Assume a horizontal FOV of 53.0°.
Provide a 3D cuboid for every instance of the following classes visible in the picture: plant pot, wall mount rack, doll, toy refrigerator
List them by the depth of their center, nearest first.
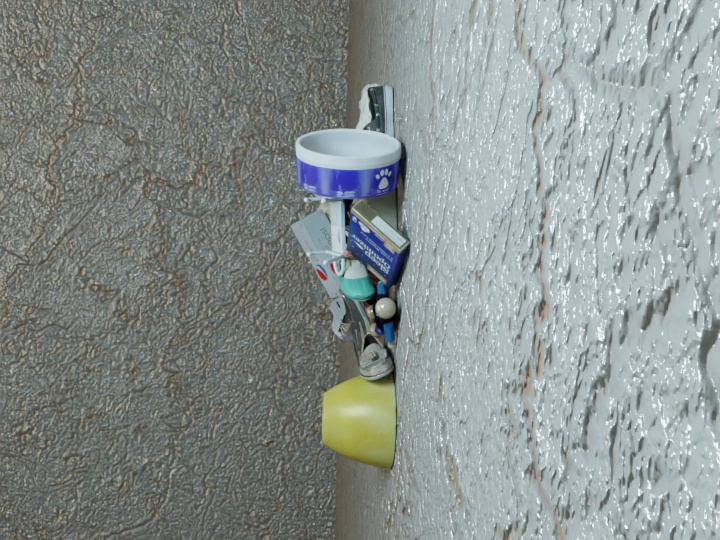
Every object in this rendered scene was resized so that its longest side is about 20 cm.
[{"bbox_3d":[-0.064,-0.083,1.430,0.174,0.074,0.201,-162,69,-69],"label":"wall mount rack"},{"bbox_3d":[0.047,0.090,1.448,0.200,0.048,0.137,107,154,-76],"label":"doll"},{"bbox_3d":[-0.008,0.305,1.492,0.200,0.141,0.201,-178,90,-85],"label":"plant pot"},{"bbox_3d":[0.040,-0.126,1.506,0.076,0.070,0.201,116,155,-65],"label":"toy refrigerator"}]

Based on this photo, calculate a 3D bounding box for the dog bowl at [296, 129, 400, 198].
[{"bbox_3d":[-0.023,-0.207,1.381,0.200,0.199,0.079,-98,8,-64],"label":"dog bowl"}]

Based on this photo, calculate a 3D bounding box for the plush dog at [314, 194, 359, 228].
[{"bbox_3d":[-0.010,-0.183,1.700,0.172,0.160,0.200,-47,-29,-25],"label":"plush dog"}]

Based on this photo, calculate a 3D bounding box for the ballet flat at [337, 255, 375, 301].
[{"bbox_3d":[-0.015,0.007,1.500,0.200,0.067,0.071,-129,33,-74],"label":"ballet flat"}]

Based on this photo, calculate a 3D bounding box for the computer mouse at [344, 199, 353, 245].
[{"bbox_3d":[0.012,-0.070,1.569,0.201,0.046,0.141,61,-155,-28],"label":"computer mouse"}]

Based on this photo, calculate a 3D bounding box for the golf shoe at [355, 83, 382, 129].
[{"bbox_3d":[0.027,-0.343,1.714,0.097,0.078,0.201,-147,57,-78],"label":"golf shoe"}]

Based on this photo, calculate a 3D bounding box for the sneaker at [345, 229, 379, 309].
[{"bbox_3d":[0.001,0.000,1.634,0.202,0.067,0.108,64,177,-9],"label":"sneaker"}]

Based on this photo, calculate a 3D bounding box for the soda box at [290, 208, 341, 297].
[{"bbox_3d":[-0.080,-0.038,1.699,0.201,0.068,0.064,61,152,-8],"label":"soda box"}]

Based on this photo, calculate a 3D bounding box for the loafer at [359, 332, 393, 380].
[{"bbox_3d":[0.024,0.176,1.497,0.200,0.072,0.063,-108,-3,-85],"label":"loafer"}]

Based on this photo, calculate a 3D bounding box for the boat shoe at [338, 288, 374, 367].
[{"bbox_3d":[-0.011,0.131,1.615,0.075,0.073,0.201,-129,16,-77],"label":"boat shoe"}]

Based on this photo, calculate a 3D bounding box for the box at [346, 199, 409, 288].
[{"bbox_3d":[0.028,-0.039,1.372,0.032,0.121,0.200,-43,-15,-20],"label":"box"}]

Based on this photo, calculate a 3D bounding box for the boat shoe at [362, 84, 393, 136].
[{"bbox_3d":[0.038,-0.313,1.581,0.070,0.066,0.201,114,157,-79],"label":"boat shoe"}]

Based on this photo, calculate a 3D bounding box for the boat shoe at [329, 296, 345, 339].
[{"bbox_3d":[-0.029,0.131,1.844,0.071,0.072,0.200,52,-172,-21],"label":"boat shoe"}]
